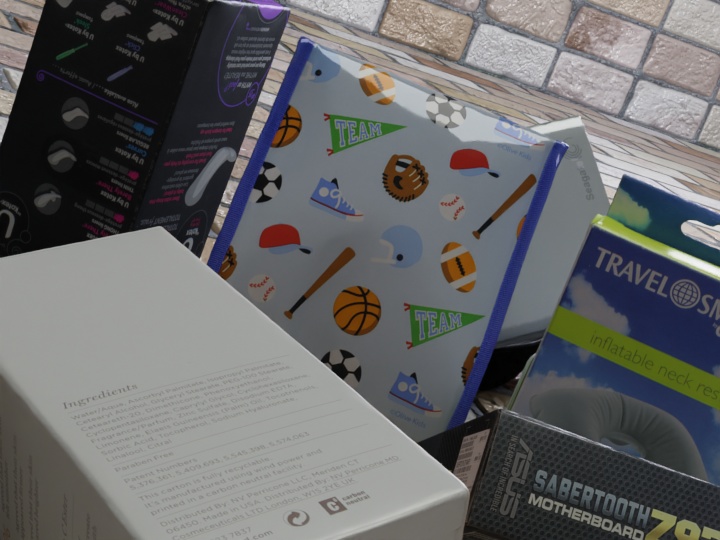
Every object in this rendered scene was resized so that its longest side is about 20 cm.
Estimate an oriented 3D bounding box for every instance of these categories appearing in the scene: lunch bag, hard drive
[{"bbox_3d":[0.000,0.000,0.871,0.170,0.200,0.124,20,-17,-1],"label":"lunch bag"},{"bbox_3d":[0.061,-0.013,0.959,0.200,0.132,0.026,-14,-15,-9],"label":"hard drive"}]

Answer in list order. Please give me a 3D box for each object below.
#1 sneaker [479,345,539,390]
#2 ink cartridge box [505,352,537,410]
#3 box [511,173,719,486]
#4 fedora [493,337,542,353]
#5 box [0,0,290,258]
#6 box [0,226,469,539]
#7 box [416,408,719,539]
[{"bbox_3d":[0.087,0.033,1.101,0.104,0.060,0.200,32,28,33],"label":"sneaker"},{"bbox_3d":[0.179,0.102,0.939,0.146,0.084,0.200,26,14,18],"label":"ink cartridge box"},{"bbox_3d":[0.147,0.065,0.790,0.122,0.200,0.048,24,14,12],"label":"box"},{"bbox_3d":[0.053,-0.027,1.037,0.200,0.092,0.201,10,29,-6],"label":"fedora"},{"bbox_3d":[-0.142,-0.092,0.955,0.106,0.200,0.122,25,14,16],"label":"box"},{"bbox_3d":[-0.065,0.086,0.513,0.097,0.125,0.200,-14,32,-31],"label":"box"},{"bbox_3d":[0.098,0.117,0.666,0.158,0.051,0.200,20,-14,-6],"label":"box"}]
